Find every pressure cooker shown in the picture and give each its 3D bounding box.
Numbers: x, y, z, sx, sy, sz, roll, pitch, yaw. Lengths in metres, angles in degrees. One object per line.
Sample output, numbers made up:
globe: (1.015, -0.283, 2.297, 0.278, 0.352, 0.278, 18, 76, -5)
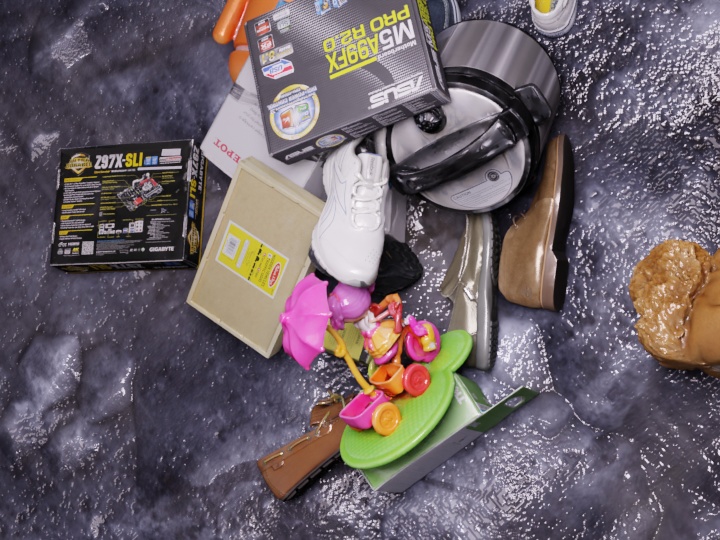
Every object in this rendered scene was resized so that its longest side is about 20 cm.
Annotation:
pressure cooker: (0.118, -0.161, 1.350, 0.178, 0.200, 0.177, 19, 130, 8)

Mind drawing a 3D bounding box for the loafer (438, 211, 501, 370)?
loafer: (0.121, 0.012, 1.402, 0.069, 0.075, 0.202, 0, 79, 15)

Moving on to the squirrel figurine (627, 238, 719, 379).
squirrel figurine: (0.377, 0.012, 1.283, 0.199, 0.142, 0.188, 3, 73, 17)

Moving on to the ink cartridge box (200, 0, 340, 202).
ink cartridge box: (-0.070, -0.181, 1.407, 0.145, 0.084, 0.201, 39, 109, 20)

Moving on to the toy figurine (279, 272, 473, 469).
toy figurine: (0.003, 0.072, 1.293, 0.200, 0.184, 0.150, -48, 23, -23)

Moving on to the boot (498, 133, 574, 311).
boot: (0.200, -0.058, 1.395, 0.075, 0.074, 0.202, 6, 84, 27)

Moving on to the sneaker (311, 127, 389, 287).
sneaker: (-0.005, -0.073, 1.288, 0.074, 0.087, 0.201, 11, 52, -18)

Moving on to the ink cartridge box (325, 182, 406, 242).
ink cartridge box: (-0.046, -0.092, 1.488, 0.199, 0.067, 0.117, 0, 80, 19)

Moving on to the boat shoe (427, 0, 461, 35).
boat shoe: (0.064, -0.254, 1.471, 0.070, 0.091, 0.202, 15, 84, 21)

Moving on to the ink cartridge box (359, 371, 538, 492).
ink cartridge box: (0.093, 0.166, 1.364, 0.200, 0.104, 0.059, -37, 70, 9)

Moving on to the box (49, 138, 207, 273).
box: (-0.298, -0.081, 1.586, 0.199, 0.049, 0.161, -2, 75, 19)

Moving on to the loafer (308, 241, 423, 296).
loafer: (0.000, 0.000, 1.382, 0.070, 0.200, 0.068, -42, 67, 21)

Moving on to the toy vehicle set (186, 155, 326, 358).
toy vehicle set: (-0.114, -0.013, 1.393, 0.124, 0.026, 0.201, 34, 121, 14)

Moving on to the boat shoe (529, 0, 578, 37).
boat shoe: (0.223, -0.383, 1.445, 0.074, 0.086, 0.204, 5, 81, 20)

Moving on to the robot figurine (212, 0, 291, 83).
robot figurine: (-0.092, -0.287, 1.520, 0.116, 0.143, 0.201, 13, 82, 49)

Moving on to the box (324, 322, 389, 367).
box: (-0.060, 0.062, 1.458, 0.199, 0.075, 0.050, 18, 84, 23)

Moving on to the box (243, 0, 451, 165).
box: (-0.017, -0.220, 1.293, 0.199, 0.044, 0.161, -18, 72, 23)

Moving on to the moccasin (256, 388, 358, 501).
moccasin: (-0.035, 0.180, 1.428, 0.201, 0.074, 0.078, -41, 76, 15)
